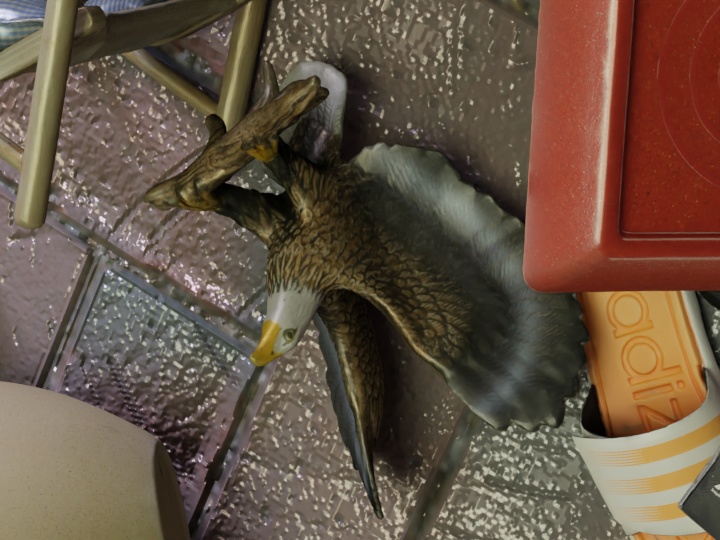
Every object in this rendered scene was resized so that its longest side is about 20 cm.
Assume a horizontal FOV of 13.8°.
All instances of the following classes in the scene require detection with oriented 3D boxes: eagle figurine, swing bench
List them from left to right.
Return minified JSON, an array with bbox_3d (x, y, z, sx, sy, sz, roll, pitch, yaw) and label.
[{"bbox_3d":[-0.111,-0.147,1.412,0.130,0.199,0.200,36,113,18],"label":"swing bench"},{"bbox_3d":[-0.004,0.006,1.427,0.200,0.152,0.151,43,84,-17],"label":"eagle figurine"}]

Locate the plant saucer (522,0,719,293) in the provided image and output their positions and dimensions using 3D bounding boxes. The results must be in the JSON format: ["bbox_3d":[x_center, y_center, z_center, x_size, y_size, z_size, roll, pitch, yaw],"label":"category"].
[{"bbox_3d":[0.175,-0.086,1.289,0.037,0.199,0.200,-148,59,-68],"label":"plant saucer"}]

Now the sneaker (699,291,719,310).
[{"bbox_3d":[0.151,-0.075,1.347,0.076,0.088,0.201,-4,96,28],"label":"sneaker"}]

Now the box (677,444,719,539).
[{"bbox_3d":[0.251,0.134,1.287,0.200,0.160,0.044,41,114,17],"label":"box"}]

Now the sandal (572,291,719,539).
[{"bbox_3d":[0.131,0.064,1.397,0.079,0.059,0.207,-20,88,29],"label":"sandal"}]

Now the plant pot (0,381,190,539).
[{"bbox_3d":[-0.158,0.142,1.506,0.134,0.200,0.201,-11,93,5],"label":"plant pot"}]
